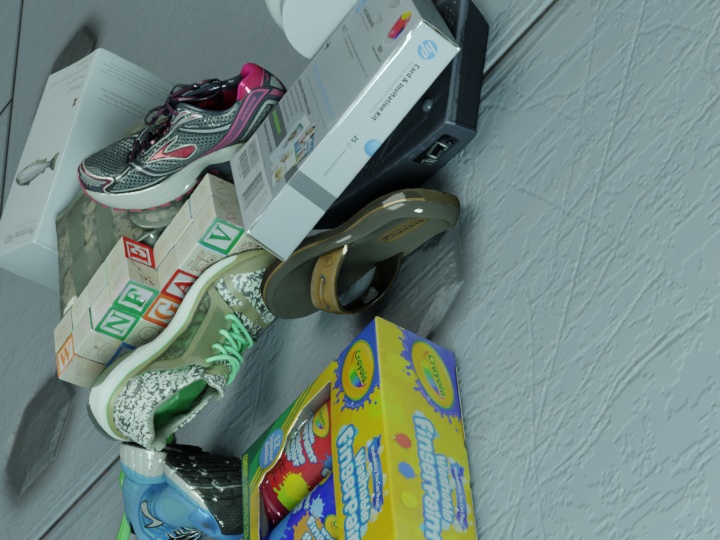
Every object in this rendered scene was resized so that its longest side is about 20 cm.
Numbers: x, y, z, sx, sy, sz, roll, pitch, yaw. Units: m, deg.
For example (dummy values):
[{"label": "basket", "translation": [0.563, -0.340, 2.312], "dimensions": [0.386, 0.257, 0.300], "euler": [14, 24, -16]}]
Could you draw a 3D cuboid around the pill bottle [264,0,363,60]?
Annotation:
[{"label": "pill bottle", "translation": [-0.024, -0.246, 1.723], "dimensions": [0.111, 0.111, 0.200], "euler": [-51, 22, 24]}]

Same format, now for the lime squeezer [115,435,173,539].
[{"label": "lime squeezer", "translation": [-0.176, 0.157, 1.777], "dimensions": [0.071, 0.038, 0.201], "euler": [97, -178, -62]}]

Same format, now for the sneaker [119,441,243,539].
[{"label": "sneaker", "translation": [-0.127, 0.184, 1.633], "dimensions": [0.200, 0.078, 0.090], "euler": [-172, 87, -66]}]

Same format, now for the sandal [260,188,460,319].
[{"label": "sandal", "translation": [0.000, 0.000, 1.554], "dimensions": [0.200, 0.081, 0.055], "euler": [-28, 65, 40]}]

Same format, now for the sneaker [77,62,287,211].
[{"label": "sneaker", "translation": [-0.143, -0.112, 1.730], "dimensions": [0.199, 0.075, 0.081], "euler": [-20, 41, 20]}]

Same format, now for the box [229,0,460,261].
[{"label": "box", "translation": [-0.016, -0.119, 1.578], "dimensions": [0.200, 0.041, 0.156], "euler": [-51, 20, 13]}]

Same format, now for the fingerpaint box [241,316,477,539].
[{"label": "fingerpaint box", "translation": [-0.005, 0.160, 1.402], "dimensions": [0.167, 0.073, 0.201], "euler": [-46, 32, 33]}]

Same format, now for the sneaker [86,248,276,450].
[{"label": "sneaker", "translation": [-0.114, 0.070, 1.659], "dimensions": [0.200, 0.077, 0.089], "euler": [-46, 41, -8]}]

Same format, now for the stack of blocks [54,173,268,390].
[{"label": "stack of blocks", "translation": [-0.148, 0.019, 1.733], "dimensions": [0.200, 0.115, 0.059], "euler": [-51, 33, 27]}]

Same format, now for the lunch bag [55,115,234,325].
[{"label": "lunch bag", "translation": [-0.165, -0.042, 1.827], "dimensions": [0.200, 0.117, 0.164], "euler": [-45, 32, 23]}]

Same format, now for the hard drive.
[{"label": "hard drive", "translation": [0.024, -0.113, 1.620], "dimensions": [0.200, 0.042, 0.135], "euler": [-33, 41, 48]}]

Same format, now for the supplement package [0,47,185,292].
[{"label": "supplement package", "translation": [-0.249, -0.085, 2.014], "dimensions": [0.117, 0.117, 0.201], "euler": [-15, 54, 56]}]
